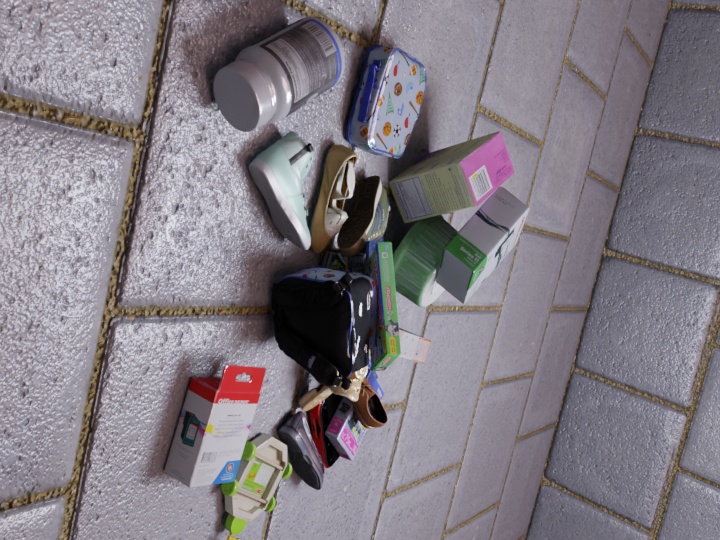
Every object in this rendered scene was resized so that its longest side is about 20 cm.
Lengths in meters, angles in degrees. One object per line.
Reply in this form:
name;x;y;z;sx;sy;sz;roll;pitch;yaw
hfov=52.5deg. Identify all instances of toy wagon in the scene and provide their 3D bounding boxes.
toy wagon;-0.206;0.412;1.378;0.204;0.039;0.155;-63;146;-15

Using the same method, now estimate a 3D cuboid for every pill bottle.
pill bottle;-0.122;-0.295;1.103;0.200;0.112;0.116;-42;137;-38

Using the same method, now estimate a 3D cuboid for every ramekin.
ramekin;0.150;-0.018;1.608;0.200;0.097;0.202;-45;159;-22

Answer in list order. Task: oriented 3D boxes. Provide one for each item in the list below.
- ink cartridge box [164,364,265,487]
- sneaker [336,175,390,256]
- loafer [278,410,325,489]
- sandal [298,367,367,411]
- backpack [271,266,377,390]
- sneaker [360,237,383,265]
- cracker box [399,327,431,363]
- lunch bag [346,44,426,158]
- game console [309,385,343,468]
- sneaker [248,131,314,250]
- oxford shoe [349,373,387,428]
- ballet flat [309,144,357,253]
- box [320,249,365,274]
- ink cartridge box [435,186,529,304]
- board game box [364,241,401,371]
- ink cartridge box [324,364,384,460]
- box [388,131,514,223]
ink cartridge box;-0.240;0.248;1.221;0.115;0.066;0.206;16;91;-58
sneaker;0.017;-0.085;1.414;0.091;0.065;0.203;59;37;-39
loafer;-0.106;0.368;1.487;0.063;0.070;0.203;-52;140;-34
sandal;-0.031;0.230;1.428;0.211;0.071;0.077;-42;159;23
backpack;-0.065;0.079;1.300;0.153;0.186;0.206;-19;117;-57
sneaker;0.000;0.000;1.483;0.070;0.076;0.206;35;55;-54
cracker box;0.050;0.140;1.555;0.199;0.131;0.059;23;87;-58
lunch bag;0.048;-0.323;1.390;0.159;0.074;0.206;6;101;-55
game console;-0.047;0.310;1.591;0.177;0.030;0.205;-45;140;-46
sneaker;-0.103;-0.135;1.239;0.118;0.073;0.203;-47;138;-24
oxford shoe;-0.004;0.237;1.509;0.071;0.071;0.202;-42;103;-29
ballet flat;-0.048;-0.126;1.343;0.068;0.062;0.206;-8;111;-57
box;-0.039;0.066;1.419;0.064;0.069;0.207;-3;100;-54
ink cartridge box;0.252;-0.052;1.512;0.200;0.082;0.148;-46;161;-21
board game box;0.038;0.068;1.339;0.135;0.028;0.206;117;-29;-68
ink cartridge box;-0.003;0.297;1.597;0.203;0.041;0.120;-64;151;-26
box;0.192;-0.195;1.537;0.175;0.197;0.099;-39;111;-41
